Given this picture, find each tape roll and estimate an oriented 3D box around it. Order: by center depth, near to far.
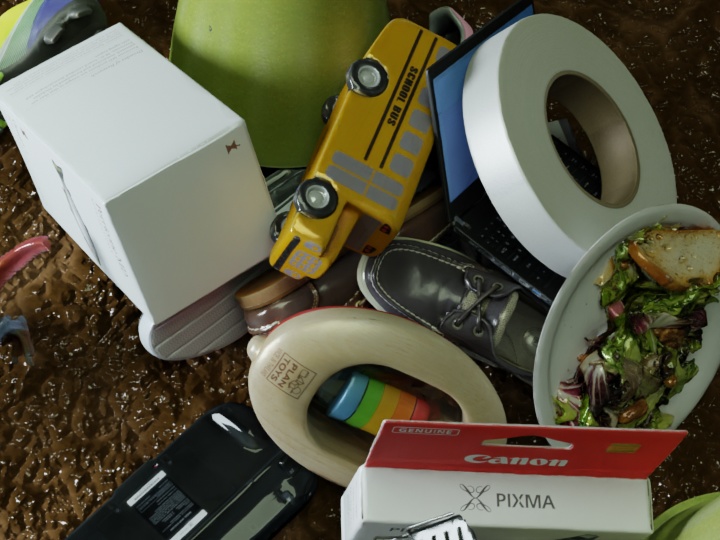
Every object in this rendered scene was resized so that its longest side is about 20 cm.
[{"bbox_3d":[0.155,-0.088,1.142,0.202,0.037,0.203,23,54,-37],"label":"tape roll"}]

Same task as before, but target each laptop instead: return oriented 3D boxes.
[{"bbox_3d":[0.146,-0.083,1.165,0.200,0.103,0.177,38,41,9],"label":"laptop"}]

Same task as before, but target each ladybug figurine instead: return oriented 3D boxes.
[{"bbox_3d":[0.010,0.086,1.108,0.200,0.136,0.072,29,23,-20],"label":"ladybug figurine"}]

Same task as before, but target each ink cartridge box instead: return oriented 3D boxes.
[{"bbox_3d":[0.097,0.150,1.043,0.199,0.176,0.045,3,66,-8],"label":"ink cartridge box"}]

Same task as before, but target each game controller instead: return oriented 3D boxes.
[{"bbox_3d":[-0.126,0.179,1.108,0.104,0.042,0.200,35,65,30],"label":"game controller"}]

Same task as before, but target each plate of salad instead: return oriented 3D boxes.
[{"bbox_3d":[0.203,0.051,1.109,0.200,0.200,0.048,-37,39,-20],"label":"plate of salad"}]

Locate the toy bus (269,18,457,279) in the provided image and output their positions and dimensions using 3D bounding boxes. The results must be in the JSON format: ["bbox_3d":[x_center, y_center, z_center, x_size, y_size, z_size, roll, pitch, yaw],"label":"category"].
[{"bbox_3d":[0.004,-0.082,1.115,0.078,0.065,0.200,26,61,-9],"label":"toy bus"}]

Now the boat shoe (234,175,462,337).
[{"bbox_3d":[0.000,0.000,1.176,0.200,0.070,0.070,-32,103,-20],"label":"boat shoe"}]

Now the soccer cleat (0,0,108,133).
[{"bbox_3d":[-0.293,-0.160,1.265,0.200,0.065,0.084,-37,41,-15],"label":"soccer cleat"}]

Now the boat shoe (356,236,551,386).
[{"bbox_3d":[0.093,0.032,1.139,0.200,0.065,0.072,30,79,-15],"label":"boat shoe"}]

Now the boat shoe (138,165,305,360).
[{"bbox_3d":[-0.095,-0.007,1.192,0.200,0.072,0.071,-38,46,-25],"label":"boat shoe"}]

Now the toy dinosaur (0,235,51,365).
[{"bbox_3d":[-0.330,0.055,1.098,0.105,0.200,0.181,37,33,31],"label":"toy dinosaur"}]

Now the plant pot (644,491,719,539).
[{"bbox_3d":[0.280,0.209,1.030,0.200,0.184,0.201,1,62,-3],"label":"plant pot"}]

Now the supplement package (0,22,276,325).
[{"bbox_3d":[-0.162,-0.075,1.145,0.117,0.117,0.200,-31,41,-18],"label":"supplement package"}]

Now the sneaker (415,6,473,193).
[{"bbox_3d":[0.040,-0.128,1.220,0.070,0.082,0.200,-11,32,35],"label":"sneaker"}]

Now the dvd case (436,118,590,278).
[{"bbox_3d":[0.095,-0.035,1.239,0.199,0.016,0.149,-13,64,-11],"label":"dvd case"}]

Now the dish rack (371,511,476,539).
[{"bbox_3d":[0.000,0.242,1.010,0.200,0.054,0.154,-26,62,32],"label":"dish rack"}]

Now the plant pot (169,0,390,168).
[{"bbox_3d":[-0.059,-0.214,1.198,0.187,0.200,0.188,1,50,-1],"label":"plant pot"}]
